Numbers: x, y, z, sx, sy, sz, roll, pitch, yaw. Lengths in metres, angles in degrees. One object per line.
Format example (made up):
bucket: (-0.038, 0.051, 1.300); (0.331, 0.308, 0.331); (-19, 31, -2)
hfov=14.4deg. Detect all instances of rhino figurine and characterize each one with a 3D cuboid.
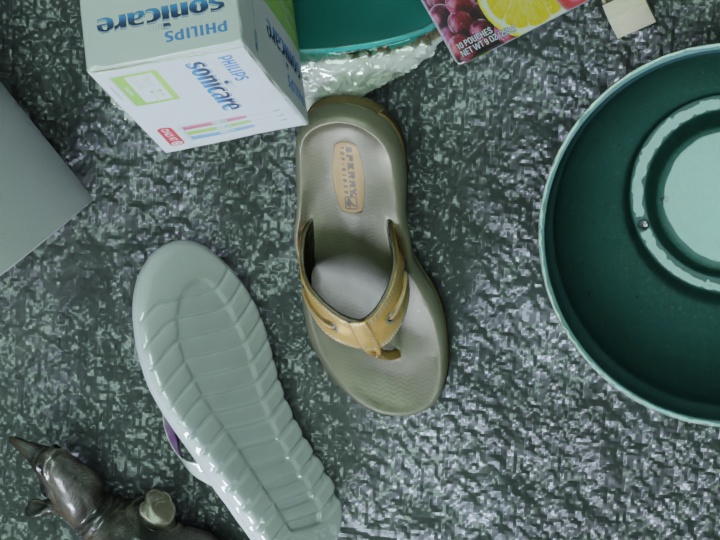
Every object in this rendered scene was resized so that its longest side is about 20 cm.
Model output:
rhino figurine: (-0.123, 0.158, 1.623); (0.200, 0.087, 0.060); (36, 74, 0)

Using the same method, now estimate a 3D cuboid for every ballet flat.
ballet flat: (-0.049, -0.115, 1.571); (0.200, 0.072, 0.072); (-3, 102, 10)

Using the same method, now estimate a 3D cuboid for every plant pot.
plant pot: (0.198, -0.030, 1.513); (0.200, 0.134, 0.200); (1, 102, 6)

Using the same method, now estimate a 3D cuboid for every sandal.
sandal: (0.000, 0.000, 1.570); (0.080, 0.054, 0.200); (-2, 121, 12)
sandal: (-0.081, 0.081, 1.614); (0.050, 0.082, 0.203); (-11, 106, 53)

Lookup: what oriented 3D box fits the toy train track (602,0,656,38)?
toy train track: (0.109, -0.220, 1.536); (0.115, 0.033, 0.200); (-24, 97, 11)

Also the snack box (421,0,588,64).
snack box: (0.066, -0.227, 1.495); (0.142, 0.053, 0.200); (-26, 99, 27)

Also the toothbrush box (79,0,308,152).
toothbrush box: (-0.093, -0.181, 1.478); (0.086, 0.146, 0.200); (-11, 75, 9)

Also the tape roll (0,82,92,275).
tape roll: (-0.264, -0.031, 1.538); (0.203, 0.203, 0.139); (-36, 95, 13)
